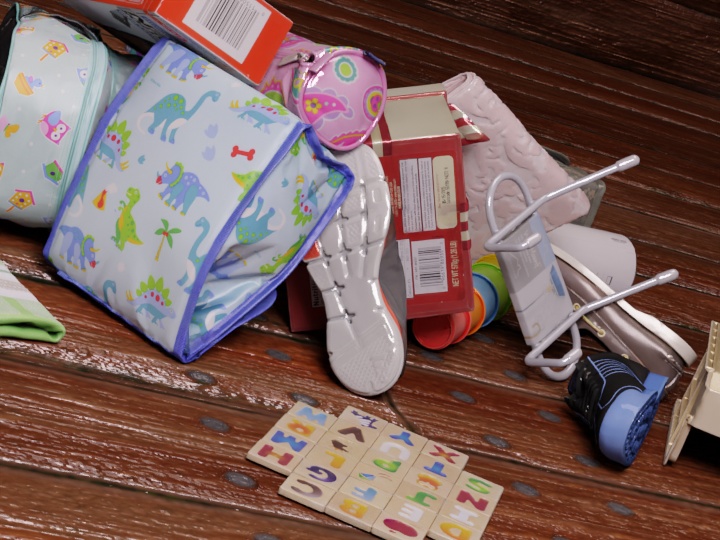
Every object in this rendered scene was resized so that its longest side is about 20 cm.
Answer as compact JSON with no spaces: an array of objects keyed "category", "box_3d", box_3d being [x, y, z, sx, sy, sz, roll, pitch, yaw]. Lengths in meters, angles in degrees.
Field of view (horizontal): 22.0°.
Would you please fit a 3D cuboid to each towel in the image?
[{"category":"towel","box_3d":[0.085,-0.082,1.735,0.200,0.191,0.032,42,35,-35]},{"category":"towel","box_3d":[-0.317,-0.008,1.352,0.149,0.031,0.200,6,21,-40]}]

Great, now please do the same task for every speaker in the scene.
[{"category":"speaker","box_3d":[0.185,-0.015,1.912,0.199,0.082,0.081,10,18,-31]}]

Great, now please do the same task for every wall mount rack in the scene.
[{"category":"wall mount rack","box_3d":[0.192,-0.008,1.641,0.074,0.201,0.174,-2,27,45]}]

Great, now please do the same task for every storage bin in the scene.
[{"category":"storage bin","box_3d":[0.374,0.142,1.594,0.199,0.094,0.199,23,16,7]}]

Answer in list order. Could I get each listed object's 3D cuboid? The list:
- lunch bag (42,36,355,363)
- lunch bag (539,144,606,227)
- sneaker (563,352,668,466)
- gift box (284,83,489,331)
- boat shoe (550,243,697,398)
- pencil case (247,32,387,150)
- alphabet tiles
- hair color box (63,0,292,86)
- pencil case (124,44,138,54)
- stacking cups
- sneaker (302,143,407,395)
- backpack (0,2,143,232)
[{"category":"lunch bag","box_3d":[-0.132,-0.047,1.429,0.170,0.200,0.127,32,-8,33]},{"category":"lunch bag","box_3d":[0.160,-0.091,2.081,0.163,0.118,0.200,15,10,-17]},{"category":"sneaker","box_3d":[0.205,0.111,1.545,0.078,0.070,0.200,20,8,12]},{"category":"gift box","box_3d":[0.020,-0.054,1.598,0.199,0.185,0.187,-2,20,-4]},{"category":"boat shoe","box_3d":[0.216,0.042,1.727,0.200,0.060,0.072,37,-4,13]},{"category":"pencil case","box_3d":[-0.058,-0.155,1.511,0.087,0.088,0.200,10,7,-32]},{"category":"alphabet tiles","box_3d":[0.014,0.142,1.300,0.166,0.006,0.200,23,16,8]},{"category":"hair color box","box_3d":[-0.154,-0.212,1.506,0.111,0.064,0.200,33,-6,-32]},{"category":"pencil case","box_3d":[-0.197,-0.208,2.070,0.085,0.093,0.200,11,18,-29]},{"category":"stacking cups","box_3d":[0.093,0.034,1.696,0.060,0.061,0.200,25,21,16]},{"category":"sneaker","box_3d":[0.000,0.000,1.481,0.077,0.201,0.082,-5,-5,16]},{"category":"backpack","box_3d":[-0.254,-0.120,1.528,0.153,0.177,0.200,16,9,-6]}]
